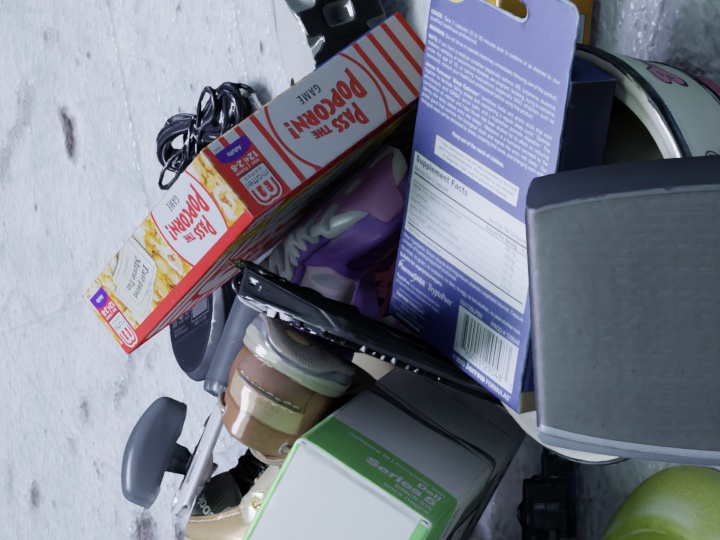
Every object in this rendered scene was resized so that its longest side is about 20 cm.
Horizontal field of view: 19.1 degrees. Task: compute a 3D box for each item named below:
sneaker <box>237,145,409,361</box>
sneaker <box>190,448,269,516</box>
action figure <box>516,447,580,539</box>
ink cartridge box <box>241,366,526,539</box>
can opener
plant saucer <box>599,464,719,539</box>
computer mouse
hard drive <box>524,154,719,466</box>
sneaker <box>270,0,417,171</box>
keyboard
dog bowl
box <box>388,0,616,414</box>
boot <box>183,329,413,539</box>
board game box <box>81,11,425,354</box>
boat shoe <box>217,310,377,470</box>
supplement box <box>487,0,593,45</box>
[{"bbox_3d":[0.000,0.000,1.202,0.089,0.080,0.200,48,156,2],"label":"sneaker"},{"bbox_3d":[-0.066,0.148,1.423,0.067,0.090,0.201,54,140,41],"label":"sneaker"},{"bbox_3d":[0.068,0.171,1.137,0.193,0.104,0.202,42,-132,-84],"label":"action figure"},{"bbox_3d":[0.002,0.143,1.138,0.084,0.200,0.146,31,108,11],"label":"ink cartridge box"},{"bbox_3d":[-0.098,0.064,1.406,0.053,0.066,0.201,169,122,-77],"label":"can opener"},{"bbox_3d":[0.165,0.199,1.067,0.200,0.031,0.202,18,111,59],"label":"plant saucer"},{"bbox_3d":[-0.095,-0.022,1.493,0.138,0.052,0.202,-24,65,58],"label":"computer mouse"},{"bbox_3d":[0.164,0.019,0.906,0.199,0.042,0.136,0,96,24],"label":"hard drive"},{"bbox_3d":[-0.010,-0.119,1.300,0.089,0.074,0.202,125,132,-76],"label":"sneaker"},{"bbox_3d":[0.005,0.035,1.107,0.127,0.200,0.021,28,92,39],"label":"keyboard"},{"bbox_3d":[0.129,-0.010,1.036,0.200,0.073,0.202,19,112,57],"label":"dog bowl"},{"bbox_3d":[0.067,-0.048,1.029,0.121,0.032,0.201,38,129,50],"label":"box"},{"bbox_3d":[-0.037,0.101,1.337,0.199,0.073,0.157,-14,82,39],"label":"boot"},{"bbox_3d":[-0.056,-0.044,1.163,0.046,0.151,0.200,51,148,2],"label":"board game box"},{"bbox_3d":[-0.040,0.070,1.166,0.075,0.200,0.072,31,88,12],"label":"boat shoe"},{"bbox_3d":[0.075,-0.059,1.143,0.066,0.068,0.202,29,119,55],"label":"supplement box"}]
